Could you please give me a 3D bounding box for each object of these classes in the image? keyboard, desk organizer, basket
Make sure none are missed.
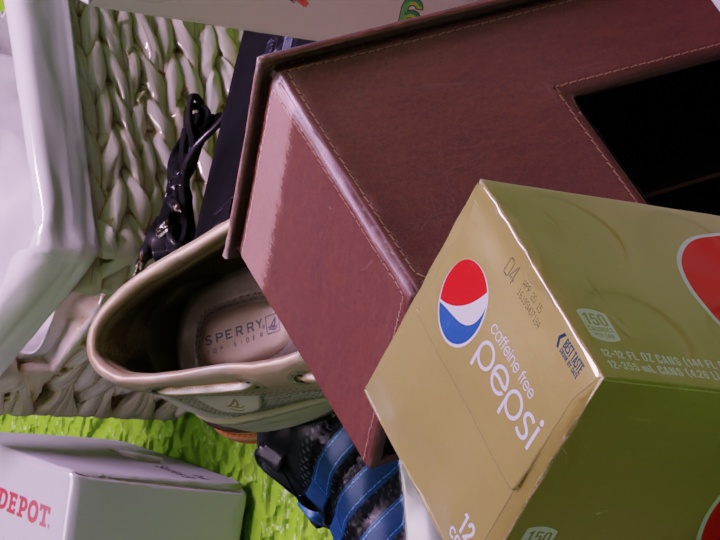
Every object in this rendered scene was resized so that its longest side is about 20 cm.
[{"bbox_3d":[-0.036,-0.066,0.979,0.127,0.021,0.201,-42,23,34],"label":"keyboard"},{"bbox_3d":[0.074,-0.025,0.658,0.077,0.199,0.072,57,151,32],"label":"desk organizer"},{"bbox_3d":[-0.115,-0.049,1.088,0.136,0.123,0.201,-47,45,44],"label":"basket"}]

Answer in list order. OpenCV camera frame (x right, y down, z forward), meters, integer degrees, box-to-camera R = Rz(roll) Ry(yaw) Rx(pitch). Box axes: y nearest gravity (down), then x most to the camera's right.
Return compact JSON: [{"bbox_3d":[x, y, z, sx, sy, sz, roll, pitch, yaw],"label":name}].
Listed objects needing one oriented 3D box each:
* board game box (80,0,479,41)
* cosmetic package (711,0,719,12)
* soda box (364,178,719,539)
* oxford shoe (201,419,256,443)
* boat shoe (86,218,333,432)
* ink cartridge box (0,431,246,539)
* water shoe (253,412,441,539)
[{"bbox_3d":[-0.018,-0.101,0.854,0.126,0.199,0.035,34,115,58],"label":"board game box"},{"bbox_3d":[0.131,-0.096,0.625,0.201,0.101,0.071,58,137,18],"label":"cosmetic package"},{"bbox_3d":[0.107,0.035,0.600,0.064,0.199,0.068,-63,37,30],"label":"soda box"},{"bbox_3d":[-0.023,0.007,0.963,0.200,0.072,0.072,-42,48,48],"label":"oxford shoe"},{"bbox_3d":[0.000,0.000,0.770,0.199,0.065,0.073,-22,67,40],"label":"boat shoe"},{"bbox_3d":[-0.127,0.173,1.091,0.146,0.084,0.201,8,89,60],"label":"ink cartridge box"},{"bbox_3d":[0.009,0.066,0.857,0.079,0.071,0.201,-8,85,30],"label":"water shoe"}]
